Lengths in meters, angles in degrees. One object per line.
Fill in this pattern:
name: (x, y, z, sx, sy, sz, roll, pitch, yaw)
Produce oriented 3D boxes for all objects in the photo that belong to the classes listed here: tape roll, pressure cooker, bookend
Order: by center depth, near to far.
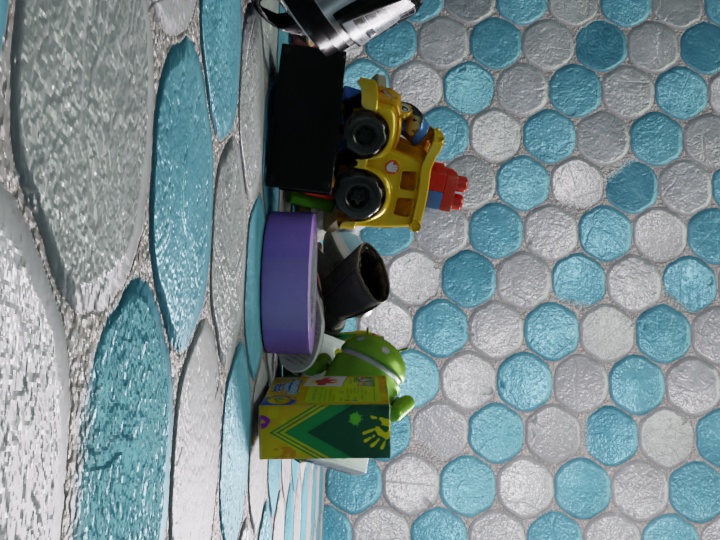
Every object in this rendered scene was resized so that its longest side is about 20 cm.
pressure cooker: (-0.029, -0.341, 0.961, 0.176, 0.199, 0.179, 52, 14, -34)
tape roll: (-0.098, 0.017, 1.225, 0.200, 0.065, 0.202, -178, -90, -90)
bookend: (-0.079, -0.194, 1.255, 0.200, 0.091, 0.200, 119, -23, -82)

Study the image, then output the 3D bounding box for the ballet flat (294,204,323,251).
ballet flat: (-0.094, -0.064, 1.567, 0.069, 0.063, 0.201, 98, -6, -69)

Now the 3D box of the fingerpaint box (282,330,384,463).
fingerpaint box: (-0.047, 0.211, 1.480, 0.073, 0.166, 0.202, 12, -77, 57)

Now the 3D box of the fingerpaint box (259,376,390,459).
fingerpaint box: (-0.044, 0.196, 1.169, 0.200, 0.166, 0.074, -97, -173, -87)

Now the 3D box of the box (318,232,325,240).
box: (-0.084, -0.109, 1.727, 0.200, 0.082, 0.069, 79, 12, -83)

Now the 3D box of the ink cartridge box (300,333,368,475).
ink cartridge box: (-0.045, 0.221, 1.424, 0.057, 0.162, 0.201, -20, -126, 49)

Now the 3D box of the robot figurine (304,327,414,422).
robot figurine: (-0.005, 0.189, 1.348, 0.201, 0.175, 0.116, -59, 162, -17)

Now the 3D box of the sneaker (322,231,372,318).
sneaker: (0.000, 0.000, 1.493, 0.074, 0.081, 0.201, 110, -31, -42)

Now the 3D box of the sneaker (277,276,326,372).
sneaker: (-0.091, 0.066, 1.356, 0.079, 0.078, 0.201, 74, 15, -70)

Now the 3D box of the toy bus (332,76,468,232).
toy bus: (0.060, -0.155, 1.218, 0.136, 0.191, 0.201, -88, -174, -65)

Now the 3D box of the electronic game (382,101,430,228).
electronic game: (0.048, -0.167, 1.368, 0.200, 0.041, 0.202, -12, -105, 55)

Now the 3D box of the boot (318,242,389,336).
boot: (-0.035, 0.004, 1.390, 0.183, 0.072, 0.200, 63, -25, 13)

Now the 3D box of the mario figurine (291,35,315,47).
mario figurine: (-0.062, -0.443, 1.433, 0.123, 0.106, 0.201, -47, 145, -33)

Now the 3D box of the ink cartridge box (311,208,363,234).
ink cartridge box: (-0.019, -0.182, 1.555, 0.145, 0.083, 0.201, -28, -124, 41)

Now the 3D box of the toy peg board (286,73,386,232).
toy peg board: (-0.046, -0.196, 1.409, 0.199, 0.097, 0.201, -35, -130, 57)
